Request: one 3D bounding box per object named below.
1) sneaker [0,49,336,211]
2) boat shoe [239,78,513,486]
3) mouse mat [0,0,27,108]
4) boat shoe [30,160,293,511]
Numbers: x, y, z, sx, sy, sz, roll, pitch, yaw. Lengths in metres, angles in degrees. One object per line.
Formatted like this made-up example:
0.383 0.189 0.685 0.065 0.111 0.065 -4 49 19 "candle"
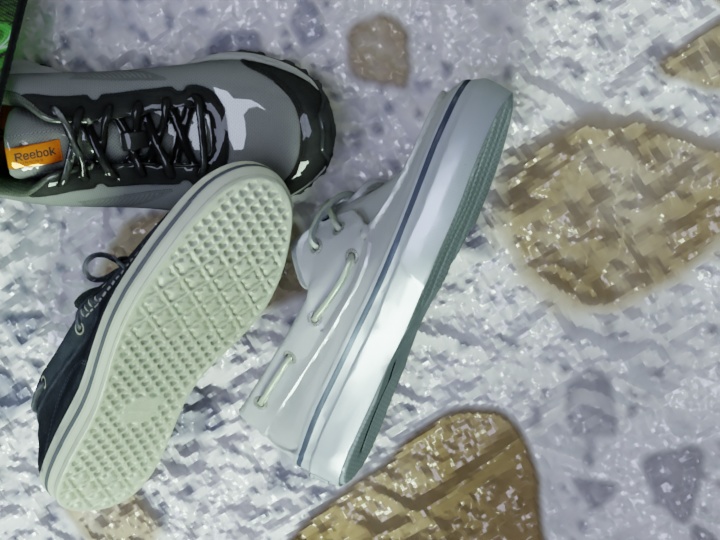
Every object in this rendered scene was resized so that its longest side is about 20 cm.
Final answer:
-0.107 -0.055 1.096 0.198 0.079 0.075 0 101 18 "sneaker"
0.000 0.000 1.074 0.066 0.074 0.201 27 111 9 "boat shoe"
-0.243 -0.072 1.113 0.198 0.162 0.008 -9 140 20 "mouse mat"
-0.094 0.022 1.105 0.201 0.074 0.062 -58 43 34 "boat shoe"
